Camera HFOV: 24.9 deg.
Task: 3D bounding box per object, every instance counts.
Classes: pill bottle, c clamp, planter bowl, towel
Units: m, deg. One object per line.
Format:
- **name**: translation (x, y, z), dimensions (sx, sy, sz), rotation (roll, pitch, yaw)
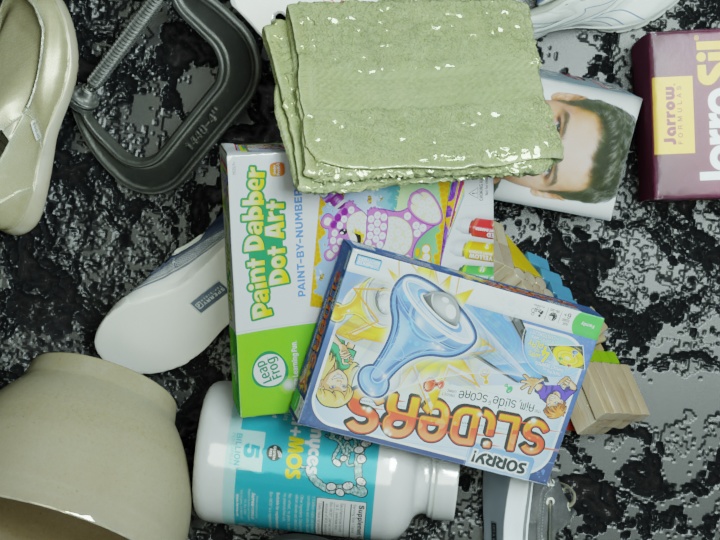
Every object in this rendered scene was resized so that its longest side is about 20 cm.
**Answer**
- **pill bottle**: translation (-0.024, 0.148, 1.256), dimensions (0.200, 0.111, 0.111), rotation (5, 91, 2)
- **c clamp**: translation (-0.165, -0.165, 1.274), dimensions (0.171, 0.027, 0.200), rotation (37, 114, 2)
- **planter bowl**: translation (-0.214, 0.145, 1.237), dimensions (0.200, 0.200, 0.135), rotation (15, 66, 2)
- **towel**: translation (0.037, -0.126, 1.152), dimensions (0.200, 0.036, 0.149), rotation (-6, 69, -11)

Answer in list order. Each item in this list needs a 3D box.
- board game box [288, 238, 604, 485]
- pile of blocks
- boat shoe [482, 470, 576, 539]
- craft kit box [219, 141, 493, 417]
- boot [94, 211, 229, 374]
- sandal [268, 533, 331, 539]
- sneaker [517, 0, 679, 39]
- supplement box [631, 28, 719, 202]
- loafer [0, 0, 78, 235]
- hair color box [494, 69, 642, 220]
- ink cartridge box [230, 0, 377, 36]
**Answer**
- **board game box**: translation (0.063, 0.068, 1.186), dimensions (0.200, 0.034, 0.136), rotation (15, 100, -15)
- **pile of blocks**: translation (0.141, 0.050, 1.279), dimensions (0.062, 0.082, 0.200), rotation (-41, 81, 34)
- **boat shoe**: translation (0.137, 0.194, 1.275), dimensions (0.066, 0.070, 0.200), rotation (1, 88, -15)
- **craft kit box**: translation (0.000, 0.000, 1.196), dimensions (0.197, 0.049, 0.200), rotation (-5, 107, -9)
- **boot**: translation (-0.122, 0.007, 1.284), dimensions (0.200, 0.090, 0.073), rotation (-29, 114, 28)
- **sandal**: translation (-0.002, 0.280, 1.259), dimensions (0.075, 0.048, 0.200), rotation (-37, 106, 19)
- **sneaker**: translation (0.171, -0.217, 1.255), dimensions (0.200, 0.087, 0.075), rotation (-17, 88, 1)
- **supplement box**: translation (0.314, -0.120, 1.242), dimensions (0.200, 0.103, 0.131), rotation (-3, 92, 3)
- **loafer**: translation (-0.273, -0.128, 1.271), dimensions (0.076, 0.068, 0.200), rotation (9, 93, 40)
- **hair color box**: translation (0.103, -0.108, 1.241), dimensions (0.200, 0.061, 0.099), rotation (10, 104, -13)
- **ink cartridge box**: translation (0.008, -0.236, 1.271), dimensions (0.200, 0.067, 0.116), rotation (-43, 89, 2)
